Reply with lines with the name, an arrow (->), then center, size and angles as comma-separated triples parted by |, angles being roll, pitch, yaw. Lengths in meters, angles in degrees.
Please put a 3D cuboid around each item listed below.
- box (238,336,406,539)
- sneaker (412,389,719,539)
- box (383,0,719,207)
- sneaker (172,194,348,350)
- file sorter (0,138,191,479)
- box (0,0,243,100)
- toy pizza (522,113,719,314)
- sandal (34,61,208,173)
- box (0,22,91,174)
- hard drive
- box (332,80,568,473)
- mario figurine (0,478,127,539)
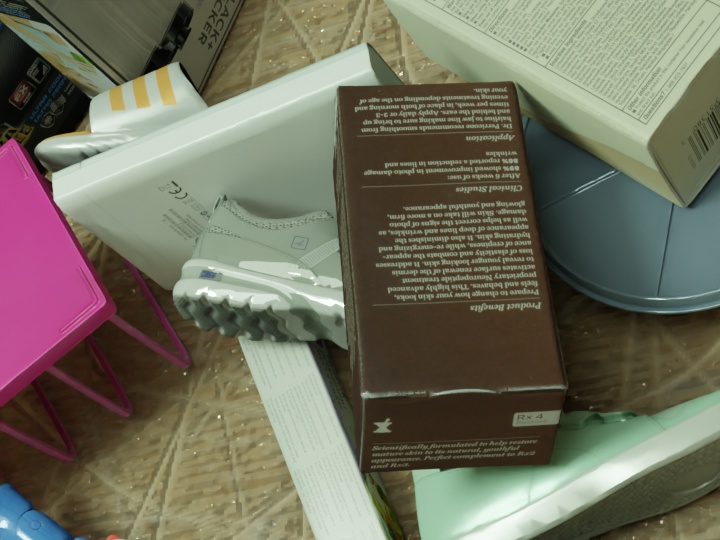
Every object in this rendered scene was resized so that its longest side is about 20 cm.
box -> -0.013, 0.114, 1.069 | 0.041, 0.039, 0.201 | -31, 59, 10
sneaker -> 0.110, 0.075, 1.003 | 0.200, 0.074, 0.119 | -26, 60, 15
box -> 0.116, -0.128, 1.046 | 0.200, 0.078, 0.095 | 36, 85, 35
sneaker -> 0.000, 0.000, 1.062 | 0.199, 0.075, 0.082 | 10, 68, 4
file sorter -> -0.221, 0.056, 1.146 | 0.200, 0.125, 0.139 | -39, 56, 6
box -> -0.154, -0.178, 1.166 | 0.060, 0.200, 0.117 | 17, 76, 29
toy pizza -> 0.179, -0.065, 1.051 | 0.199, 0.032, 0.201 | -11, 61, 21
sandal -> -0.092, -0.093, 1.159 | 0.205, 0.079, 0.060 | -8, 74, 2
box -> -0.241, -0.141, 1.194 | 0.050, 0.198, 0.201 | 32, 85, 33
hard drive -> -0.056, -0.054, 1.105 | 0.199, 0.132, 0.027 | -20, 59, 18
box -> 0.041, 0.000, 0.985 | 0.099, 0.075, 0.201 | -2, 51, -4
mario figurine -> -0.151, 0.191, 1.057 | 0.199, 0.123, 0.107 | 21, 80, 27
